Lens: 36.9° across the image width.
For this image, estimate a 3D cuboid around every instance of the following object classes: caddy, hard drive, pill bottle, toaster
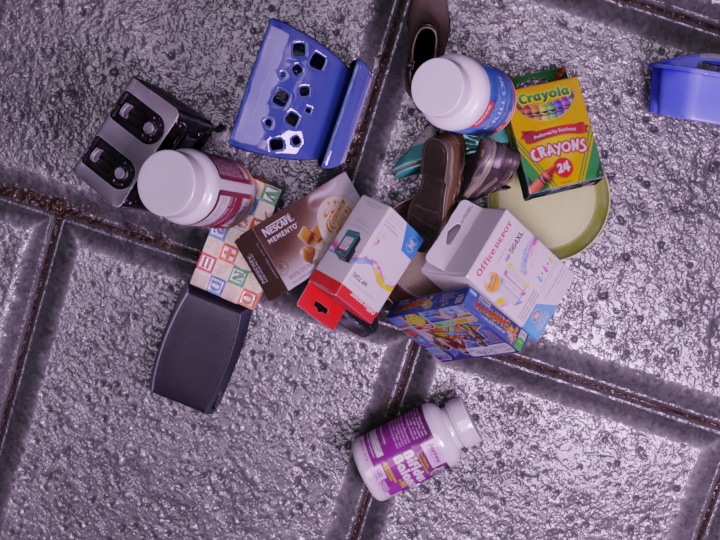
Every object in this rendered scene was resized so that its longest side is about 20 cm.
[{"bbox_3d":[0.541,-0.282,1.673,0.198,0.141,0.106,9,100,0],"label":"caddy"},{"bbox_3d":[-0.270,0.132,1.799,0.134,0.042,0.202,22,102,0],"label":"hard drive"},{"bbox_3d":[0.151,-0.261,1.609,0.111,0.200,0.114,2,94,27],"label":"pill bottle"},{"bbox_3d":[-0.333,-0.194,1.702,0.118,0.200,0.182,37,98,9],"label":"toaster"},{"bbox_3d":[0.094,0.287,1.773,0.199,0.112,0.113,-28,95,6],"label":"pill bottle"},{"bbox_3d":[-0.248,-0.124,1.640,0.113,0.200,0.116,0,89,18],"label":"pill bottle"}]

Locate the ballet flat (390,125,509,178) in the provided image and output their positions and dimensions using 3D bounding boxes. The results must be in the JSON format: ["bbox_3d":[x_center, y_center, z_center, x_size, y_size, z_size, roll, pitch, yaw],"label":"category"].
[{"bbox_3d":[0.139,-0.205,1.742,0.198,0.067,0.071,-15,84,0],"label":"ballet flat"}]

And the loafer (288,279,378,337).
[{"bbox_3d":[-0.058,0.044,1.780,0.200,0.073,0.072,42,129,3],"label":"loafer"}]

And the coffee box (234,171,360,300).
[{"bbox_3d":[-0.084,-0.055,1.707,0.199,0.080,0.115,-33,94,-31],"label":"coffee box"}]

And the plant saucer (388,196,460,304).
[{"bbox_3d":[0.115,-0.025,1.774,0.198,0.037,0.203,0,97,2],"label":"plant saucer"}]

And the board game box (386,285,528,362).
[{"bbox_3d":[0.149,0.088,1.694,0.135,0.199,0.035,39,63,-23],"label":"board game box"}]

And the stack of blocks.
[{"bbox_3d":[-0.188,-0.052,1.772,0.114,0.059,0.202,22,97,0],"label":"stack of blocks"}]

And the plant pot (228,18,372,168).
[{"bbox_3d":[-0.089,-0.263,1.680,0.178,0.200,0.202,18,97,-7],"label":"plant pot"}]

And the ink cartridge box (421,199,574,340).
[{"bbox_3d":[0.205,-0.003,1.677,0.200,0.125,0.129,39,74,-27],"label":"ink cartridge box"}]

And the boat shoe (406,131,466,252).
[{"bbox_3d":[0.128,-0.121,1.699,0.072,0.068,0.201,34,128,29],"label":"boat shoe"}]

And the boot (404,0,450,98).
[{"bbox_3d":[0.104,-0.364,1.679,0.069,0.146,0.202,2,96,4],"label":"boot"}]

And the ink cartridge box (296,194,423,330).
[{"bbox_3d":[0.000,0.000,1.677,0.067,0.116,0.201,27,82,40],"label":"ink cartridge box"}]

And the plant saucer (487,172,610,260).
[{"bbox_3d":[0.304,-0.115,1.758,0.198,0.031,0.202,0,96,2],"label":"plant saucer"}]

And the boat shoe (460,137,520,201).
[{"bbox_3d":[0.202,-0.145,1.670,0.073,0.200,0.075,13,82,-1],"label":"boat shoe"}]

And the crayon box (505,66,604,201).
[{"bbox_3d":[0.296,-0.223,1.706,0.126,0.051,0.202,-13,81,-6],"label":"crayon box"}]
